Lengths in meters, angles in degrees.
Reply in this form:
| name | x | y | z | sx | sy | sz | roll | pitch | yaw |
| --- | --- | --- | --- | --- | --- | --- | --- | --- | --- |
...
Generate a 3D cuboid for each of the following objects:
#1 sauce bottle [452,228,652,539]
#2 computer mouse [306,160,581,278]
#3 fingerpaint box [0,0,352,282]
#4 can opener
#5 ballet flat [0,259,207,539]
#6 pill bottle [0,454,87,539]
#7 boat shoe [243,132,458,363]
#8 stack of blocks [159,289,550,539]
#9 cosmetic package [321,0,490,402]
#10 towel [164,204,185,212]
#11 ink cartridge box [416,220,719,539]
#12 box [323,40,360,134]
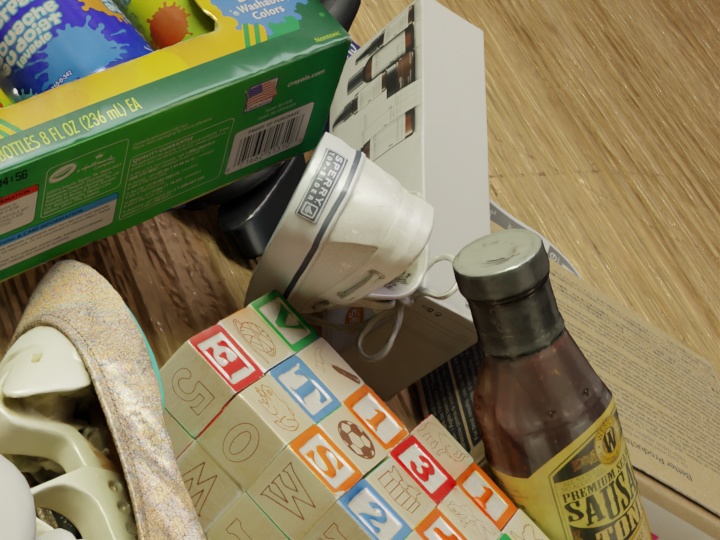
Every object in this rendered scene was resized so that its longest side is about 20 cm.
| name | x | y | z | sx | sy | sz | roll | pitch | yaw |
| --- | --- | --- | --- | --- | --- | --- | --- | --- | --- |
| sauce bottle | 0.086 | 0.079 | 0.767 | 0.066 | 0.065 | 0.202 | -83 | 156 | -62 |
| computer mouse | 0.051 | -0.017 | 1.001 | 0.200 | 0.044 | 0.110 | 40 | 43 | -16 |
| fingerpaint box | -0.132 | -0.097 | 0.697 | 0.199 | 0.074 | 0.167 | -25 | 62 | -32 |
| can opener | -0.051 | -0.096 | 0.915 | 0.079 | 0.063 | 0.201 | 76 | 24 | -43 |
| ballet flat | -0.098 | 0.071 | 0.608 | 0.067 | 0.068 | 0.201 | 8 | 40 | -42 |
| pill bottle | -0.156 | 0.076 | 0.446 | 0.199 | 0.113 | 0.114 | 35 | 25 | -19 |
| boat shoe | 0.002 | -0.004 | 0.774 | 0.085 | 0.075 | 0.202 | 27 | -15 | -2 |
| stack of blocks | 0.004 | 0.104 | 0.716 | 0.200 | 0.059 | 0.115 | 46 | 24 | 6 |
| cosmetic package | 0.022 | -0.041 | 0.890 | 0.050 | 0.082 | 0.202 | 25 | 46 | -28 |
| towel | -0.175 | -0.089 | 0.747 | 0.144 | 0.024 | 0.201 | -17 | 60 | -35 |
| ink cartridge box | 0.123 | 0.083 | 0.920 | 0.199 | 0.075 | 0.166 | 31 | 28 | -27 |
| box | -0.026 | -0.119 | 1.071 | 0.199 | 0.032 | 0.121 | 39 | 24 | -13 |
